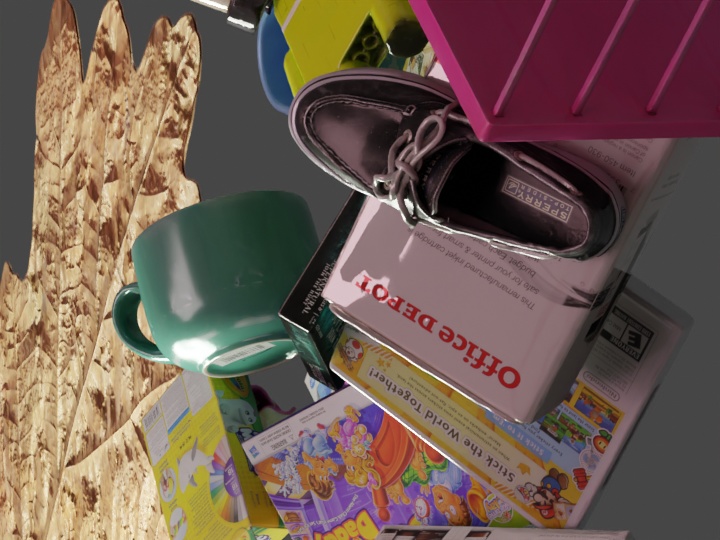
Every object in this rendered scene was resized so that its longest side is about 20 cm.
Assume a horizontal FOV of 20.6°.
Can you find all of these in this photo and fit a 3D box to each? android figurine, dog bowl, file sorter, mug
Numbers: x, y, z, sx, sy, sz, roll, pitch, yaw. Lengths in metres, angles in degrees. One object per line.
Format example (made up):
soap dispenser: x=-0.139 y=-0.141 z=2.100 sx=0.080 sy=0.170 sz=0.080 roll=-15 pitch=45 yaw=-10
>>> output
android figurine: x=-0.007 y=-0.195 z=1.387 sx=0.183 sy=0.041 sz=0.201 roll=-59 pitch=34 yaw=30
dog bowl: x=-0.024 y=-0.161 z=1.517 sx=0.200 sy=0.049 sz=0.112 roll=-150 pitch=59 yaw=-61
file sorter: x=0.141 y=-0.160 z=0.998 sx=0.140 sy=0.199 sz=0.126 roll=66 pitch=146 yaw=34
mug: x=-0.106 y=0.024 z=1.607 sx=0.185 sy=0.151 sz=0.115 roll=-47 pitch=56 yaw=59

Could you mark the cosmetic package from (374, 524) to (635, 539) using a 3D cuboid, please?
cosmetic package: x=0.079 y=0.204 z=1.235 sx=0.199 sy=0.083 sz=0.051 roll=-6 pitch=128 yaw=41

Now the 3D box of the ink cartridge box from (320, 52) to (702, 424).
ink cartridge box: x=0.089 y=-0.037 z=1.123 sx=0.146 sy=0.083 sz=0.201 roll=32 pitch=108 yaw=16

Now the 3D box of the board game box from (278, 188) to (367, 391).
board game box: x=0.000 y=0.000 z=1.320 sx=0.136 sy=0.028 sz=0.200 roll=-59 pitch=-11 yaw=-10

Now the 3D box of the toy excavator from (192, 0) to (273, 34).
toy excavator: x=-0.080 y=-0.302 z=1.486 sx=0.195 sy=0.099 sz=0.201 roll=-73 pitch=5 yaw=-68

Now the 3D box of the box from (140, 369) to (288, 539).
box: x=-0.119 y=0.180 z=1.650 sx=0.117 sy=0.048 sz=0.201 roll=-47 pitch=46 yaw=38

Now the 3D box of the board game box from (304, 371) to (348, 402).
board game box: x=0.028 y=0.098 z=1.459 sx=0.201 sy=0.047 sz=0.152 roll=-118 pitch=34 yaw=-40

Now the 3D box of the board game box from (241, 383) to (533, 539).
board game box: x=0.025 y=0.136 z=1.347 sx=0.200 sy=0.045 sz=0.135 roll=-31 pitch=88 yaw=40

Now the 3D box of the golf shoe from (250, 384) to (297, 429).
golf shoe: x=-0.108 y=0.137 z=1.741 sx=0.200 sy=0.075 sz=0.092 roll=21 pitch=106 yaw=54

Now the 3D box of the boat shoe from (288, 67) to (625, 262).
boat shoe: x=0.042 y=-0.054 z=1.058 sx=0.198 sy=0.068 sz=0.074 roll=29 pitch=107 yaw=17

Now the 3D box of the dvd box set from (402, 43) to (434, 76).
dvd box set: x=0.076 y=-0.124 z=1.333 sx=0.147 sy=0.029 sz=0.201 roll=-119 pitch=33 yaw=-40

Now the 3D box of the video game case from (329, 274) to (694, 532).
video game case: x=0.087 y=0.045 z=1.222 sx=0.200 sy=0.023 sz=0.183 roll=36 pitch=125 yaw=19
